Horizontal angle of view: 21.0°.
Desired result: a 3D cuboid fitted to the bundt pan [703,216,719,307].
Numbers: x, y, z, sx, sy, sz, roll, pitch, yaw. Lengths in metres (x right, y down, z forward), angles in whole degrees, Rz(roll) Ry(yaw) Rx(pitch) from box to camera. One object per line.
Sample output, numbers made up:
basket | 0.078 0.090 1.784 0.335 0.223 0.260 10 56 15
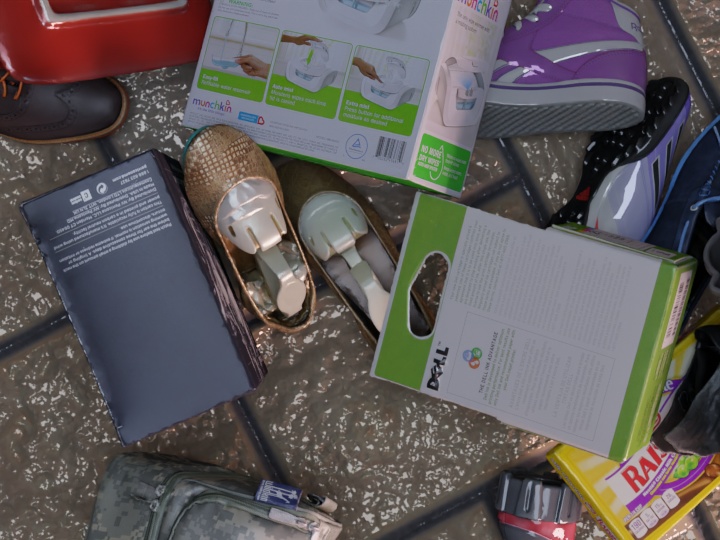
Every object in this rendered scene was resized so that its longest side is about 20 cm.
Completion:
bundt pan | 0.344 0.012 1.361 0.201 0.202 0.076 -14 126 1

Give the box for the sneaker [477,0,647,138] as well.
sneaker | 0.117 -0.164 1.478 0.199 0.073 0.115 0 71 6

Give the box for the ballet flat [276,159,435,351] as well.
ballet flat | 0.000 0.000 1.469 0.068 0.072 0.201 -32 90 2

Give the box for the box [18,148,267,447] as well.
box | -0.150 0.018 1.407 0.104 0.200 0.183 -22 91 0

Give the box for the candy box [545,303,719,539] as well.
candy box | 0.243 0.116 1.464 0.200 0.026 0.102 -39 89 -17

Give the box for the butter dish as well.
butter dish | -0.233 -0.223 1.440 0.199 0.148 0.201 -14 85 -42

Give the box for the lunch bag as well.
lunch bag | -0.110 0.240 1.414 0.167 0.139 0.201 16 87 29

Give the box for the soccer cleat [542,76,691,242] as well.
soccer cleat | 0.201 -0.053 1.479 0.073 0.068 0.201 35 82 -29

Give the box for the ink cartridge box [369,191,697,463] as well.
ink cartridge box | 0.125 0.034 1.405 0.199 0.076 0.149 18 100 19

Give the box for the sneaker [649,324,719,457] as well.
sneaker | 0.297 0.060 1.443 0.104 0.060 0.201 28 78 -14

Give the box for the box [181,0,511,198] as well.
box | -0.010 -0.164 1.416 0.199 0.097 0.177 14 90 29

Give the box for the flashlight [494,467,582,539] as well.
flashlight | 0.124 0.254 1.475 0.067 0.068 0.201 10 91 16

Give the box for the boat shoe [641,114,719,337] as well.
boat shoe | 0.265 -0.028 1.454 0.084 0.069 0.201 32 83 -38

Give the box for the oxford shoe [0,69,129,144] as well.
oxford shoe | -0.276 -0.137 1.469 0.199 0.073 0.072 8 90 0

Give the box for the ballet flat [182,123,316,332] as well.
ballet flat | -0.072 -0.025 1.416 0.070 0.200 0.065 -37 50 -10
